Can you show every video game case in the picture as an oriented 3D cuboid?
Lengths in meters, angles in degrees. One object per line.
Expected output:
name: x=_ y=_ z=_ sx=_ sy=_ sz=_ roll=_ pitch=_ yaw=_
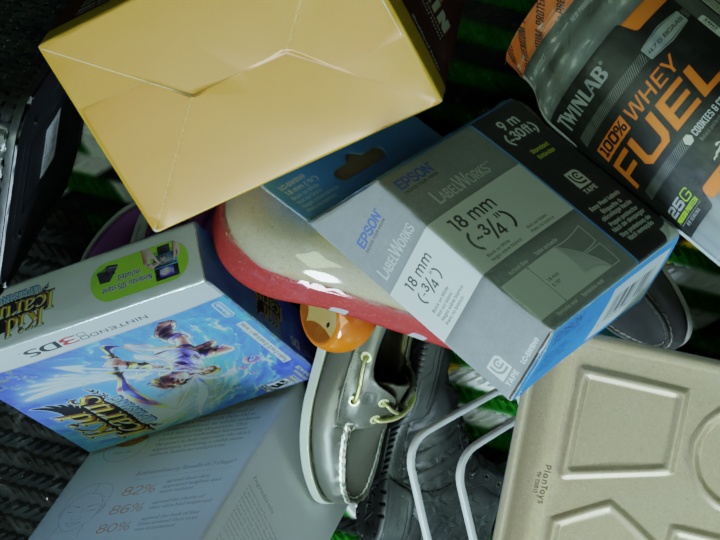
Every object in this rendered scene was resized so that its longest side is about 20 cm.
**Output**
video game case: x=-0.144 y=0.049 z=1.385 sx=0.181 sy=0.046 sz=0.200 roll=-18 pitch=154 yaw=15

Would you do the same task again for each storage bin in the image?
storage bin: x=-0.238 y=-0.089 z=1.343 sx=0.093 sy=0.200 sz=0.136 roll=14 pitch=118 yaw=2

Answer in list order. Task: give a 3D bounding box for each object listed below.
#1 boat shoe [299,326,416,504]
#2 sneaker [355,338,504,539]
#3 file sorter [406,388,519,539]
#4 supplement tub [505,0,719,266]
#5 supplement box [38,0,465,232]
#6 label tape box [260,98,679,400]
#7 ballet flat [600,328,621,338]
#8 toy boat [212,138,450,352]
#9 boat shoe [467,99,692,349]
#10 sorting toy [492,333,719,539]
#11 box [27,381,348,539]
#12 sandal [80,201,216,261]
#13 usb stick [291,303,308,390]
boat shoe: x=0.005 y=0.068 z=1.428 sx=0.060 sy=0.072 sz=0.203 roll=15 pitch=107 yaw=26
sneaker: x=0.059 y=0.134 z=1.498 sx=0.104 sy=0.060 sz=0.201 roll=9 pitch=99 yaw=-26
file sorter: x=0.147 y=0.160 z=1.400 sx=0.200 sy=0.124 sz=0.139 roll=10 pitch=120 yaw=49
supplement tub: x=0.191 y=-0.099 z=1.268 sx=0.200 sy=0.122 sz=0.123 roll=40 pitch=118 yaw=10
supplement box: x=-0.055 y=-0.156 z=1.283 sx=0.197 sy=0.200 sz=0.133 roll=-24 pitch=112 yaw=19
label tape box: x=0.064 y=-0.036 z=1.243 sx=0.200 sy=0.144 sz=0.063 roll=40 pitch=133 yaw=16
ballet flat: x=0.094 y=-0.009 z=1.429 sx=0.200 sy=0.068 sz=0.062 roll=44 pitch=143 yaw=-11
toy boat: x=0.000 y=0.000 z=1.328 sx=0.199 sy=0.131 sz=0.131 roll=18 pitch=131 yaw=-17
boat shoe: x=0.131 y=-0.019 z=1.377 sx=0.200 sy=0.057 sz=0.067 roll=52 pitch=140 yaw=3
sorting toy: x=0.183 y=0.140 z=1.256 sx=0.199 sy=0.036 sz=0.186 roll=12 pitch=97 yaw=11
box: x=-0.117 y=0.177 z=1.450 sx=0.152 sy=0.200 sz=0.107 roll=-10 pitch=117 yaw=29
sandal: x=-0.118 y=-0.025 z=1.434 sx=0.202 sy=0.050 sz=0.083 roll=-31 pitch=82 yaw=19
usb stick: x=-0.043 y=0.073 z=1.497 sx=0.055 sy=0.033 sz=0.200 roll=-22 pitch=113 yaw=25
